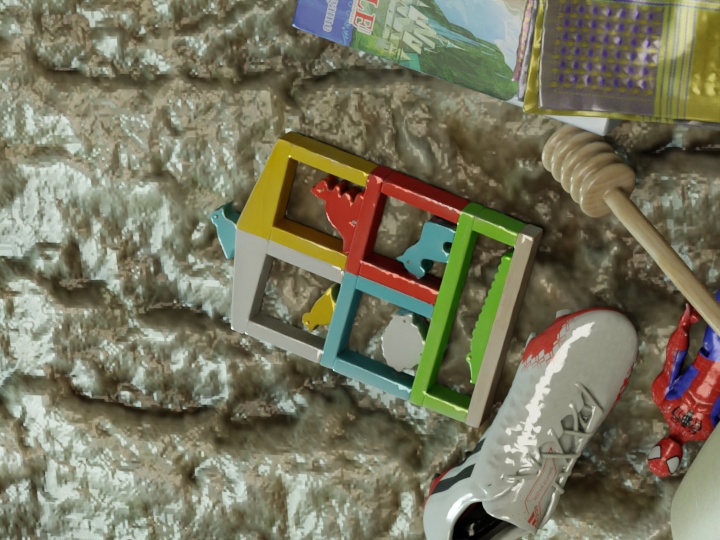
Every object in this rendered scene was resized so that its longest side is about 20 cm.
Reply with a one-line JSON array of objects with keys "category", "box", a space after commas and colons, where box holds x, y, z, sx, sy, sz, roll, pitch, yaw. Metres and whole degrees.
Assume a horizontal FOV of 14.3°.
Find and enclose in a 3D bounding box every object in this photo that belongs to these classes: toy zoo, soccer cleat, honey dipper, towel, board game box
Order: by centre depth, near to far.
[{"category": "towel", "box": [0.167, -0.171, 1.562, 0.143, 0.023, 0.201, 8, 113, -4]}, {"category": "honey dipper", "box": [0.168, -0.009, 1.593, 0.200, 0.038, 0.038, 52, 124, 36]}, {"category": "board game box", "box": [0.076, -0.201, 1.619, 0.199, 0.041, 0.201, 20, 114, 15]}, {"category": "soccer cleat", "box": [0.101, 0.106, 1.680, 0.068, 0.085, 0.200, 24, 123, -21]}, {"category": "toy zoo", "box": [0.000, 0.000, 1.732, 0.199, 0.020, 0.132, 22, 114, 14]}]

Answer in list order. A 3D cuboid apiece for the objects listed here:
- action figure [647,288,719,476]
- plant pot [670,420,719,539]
[{"category": "action figure", "box": [0.213, 0.038, 1.642, 0.065, 0.052, 0.200, 29, 119, 7]}, {"category": "plant pot", "box": [0.270, 0.114, 1.582, 0.187, 0.187, 0.200, 51, 133, 0]}]
